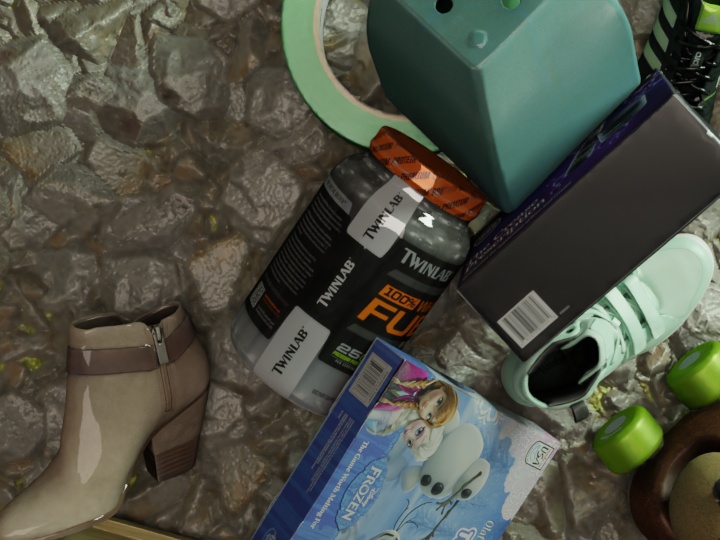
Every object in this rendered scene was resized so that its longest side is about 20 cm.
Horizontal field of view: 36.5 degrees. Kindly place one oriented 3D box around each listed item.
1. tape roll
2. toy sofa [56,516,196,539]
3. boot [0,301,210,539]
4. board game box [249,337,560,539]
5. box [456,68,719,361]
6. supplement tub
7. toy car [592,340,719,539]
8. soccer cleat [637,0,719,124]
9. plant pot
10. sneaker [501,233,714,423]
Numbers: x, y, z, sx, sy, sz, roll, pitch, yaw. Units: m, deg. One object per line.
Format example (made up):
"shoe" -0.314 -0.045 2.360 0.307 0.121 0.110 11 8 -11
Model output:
"tape roll" 0.037 -0.192 0.868 0.198 0.048 0.202 0 93 1
"toy sofa" -0.168 0.257 0.875 0.198 0.083 0.098 15 106 0
"boot" -0.203 0.110 0.841 0.199 0.070 0.148 -22 116 -39
"board game box" 0.034 0.177 0.833 0.198 0.043 0.201 30 94 -40
"box" 0.170 -0.045 0.801 0.079 0.141 0.200 46 109 -3
"supplement tub" 0.000 0.000 0.825 0.122 0.123 0.201 35 105 -1
"toy car" 0.285 0.164 0.804 0.158 0.200 0.165 -41 92 3
"soccer cleat" 0.256 -0.174 0.848 0.067 0.081 0.202 13 93 0
"plant pot" 0.089 -0.156 0.729 0.141 0.200 0.141 -45 73 3
"sneaker" 0.202 0.045 0.841 0.200 0.118 0.074 -37 90 1
